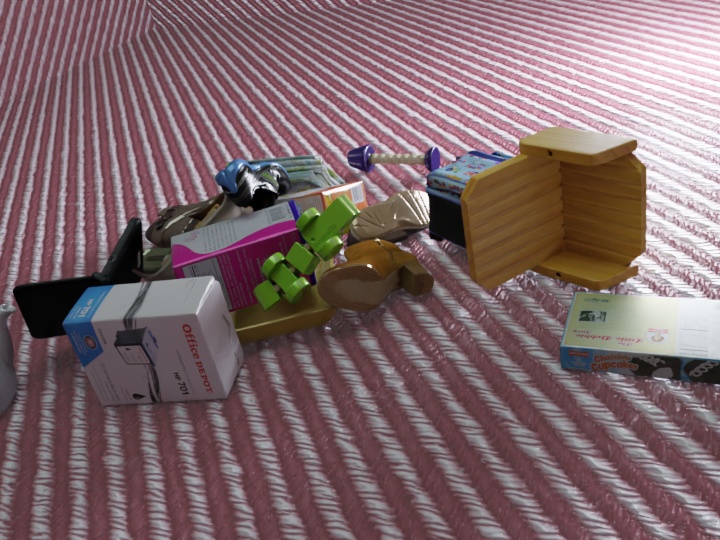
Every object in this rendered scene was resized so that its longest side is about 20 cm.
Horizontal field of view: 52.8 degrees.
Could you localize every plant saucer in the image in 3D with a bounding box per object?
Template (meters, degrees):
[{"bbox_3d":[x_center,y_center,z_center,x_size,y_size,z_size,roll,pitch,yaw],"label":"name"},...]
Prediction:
[{"bbox_3d":[-0.129,0.042,1.120,0.194,0.050,0.202,-14,30,1],"label":"plant saucer"}]

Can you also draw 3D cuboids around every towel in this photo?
[{"bbox_3d":[-0.136,-0.165,1.382,0.194,0.050,0.171,-2,-12,17],"label":"towel"}]

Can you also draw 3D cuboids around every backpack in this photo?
[{"bbox_3d":[0.222,-0.117,1.160,0.197,0.138,0.181,-26,33,-26],"label":"backpack"}]

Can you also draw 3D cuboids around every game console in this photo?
[{"bbox_3d":[-0.417,0.014,1.102,0.114,0.201,0.179,22,62,-5],"label":"game console"}]

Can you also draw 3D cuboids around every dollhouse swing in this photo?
[{"bbox_3d":[0.260,-0.060,0.978,0.174,0.205,0.179,-33,35,-33],"label":"dollhouse swing"}]

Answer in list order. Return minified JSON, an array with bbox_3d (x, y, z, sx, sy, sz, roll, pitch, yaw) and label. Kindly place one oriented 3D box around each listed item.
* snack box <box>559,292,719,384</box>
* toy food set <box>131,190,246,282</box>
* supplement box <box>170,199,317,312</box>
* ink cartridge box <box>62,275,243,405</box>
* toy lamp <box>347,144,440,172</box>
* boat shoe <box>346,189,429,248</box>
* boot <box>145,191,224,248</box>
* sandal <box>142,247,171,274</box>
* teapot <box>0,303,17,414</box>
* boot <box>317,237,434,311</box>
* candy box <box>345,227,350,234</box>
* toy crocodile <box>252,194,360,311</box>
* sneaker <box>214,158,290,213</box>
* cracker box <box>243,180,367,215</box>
[{"bbox_3d":[0.349,0.078,0.877,0.195,0.038,0.117,3,34,26],"label":"snack box"},{"bbox_3d":[-0.273,-0.051,1.185,0.060,0.144,0.201,40,82,12],"label":"toy food set"},{"bbox_3d":[-0.175,-0.015,1.083,0.195,0.106,0.102,-16,30,-7],"label":"supplement box"},{"bbox_3d":[-0.277,0.097,0.987,0.194,0.150,0.087,-5,32,15],"label":"ink cartridge box"},{"bbox_3d":[0.064,-0.229,1.482,0.195,0.060,0.058,4,34,27],"label":"toy lamp"},{"bbox_3d":[0.055,-0.082,1.232,0.197,0.065,0.073,-22,74,-37],"label":"boat shoe"},{"bbox_3d":[-0.328,-0.111,1.434,0.143,0.072,0.200,6,35,34],"label":"boot"},{"bbox_3d":[-0.326,-0.033,1.314,0.195,0.059,0.080,-5,31,14],"label":"sandal"},{"bbox_3d":[-0.608,0.148,1.040,0.192,0.149,0.201,-1,33,21],"label":"teapot"},{"bbox_3d":[0.001,-0.001,1.090,0.196,0.073,0.144,-2,22,-29],"label":"boot"},{"bbox_3d":[-0.111,-0.056,1.244,0.195,0.027,0.102,-16,7,-20],"label":"candy box"},{"bbox_3d":[-0.076,-0.021,1.016,0.067,0.201,0.062,42,8,13],"label":"toy crocodile"},{"bbox_3d":[-0.163,-0.127,1.155,0.070,0.084,0.199,-32,-3,17],"label":"sneaker"},{"bbox_3d":[-0.103,-0.109,1.280,0.196,0.059,0.133,-7,10,34],"label":"cracker box"}]
